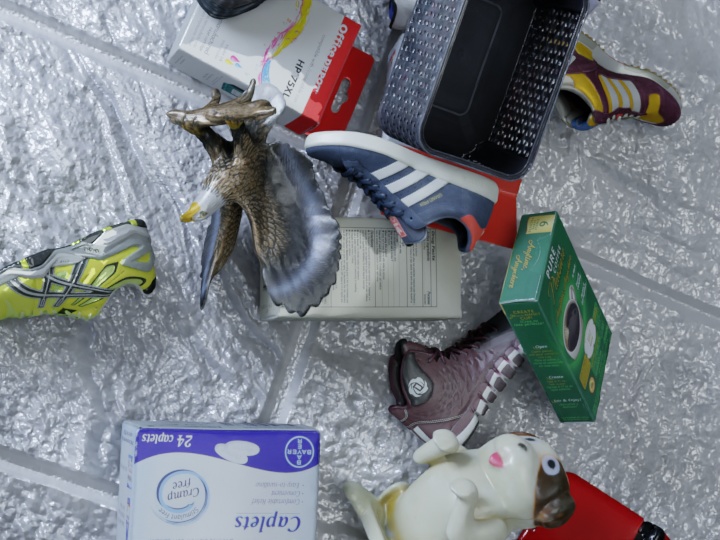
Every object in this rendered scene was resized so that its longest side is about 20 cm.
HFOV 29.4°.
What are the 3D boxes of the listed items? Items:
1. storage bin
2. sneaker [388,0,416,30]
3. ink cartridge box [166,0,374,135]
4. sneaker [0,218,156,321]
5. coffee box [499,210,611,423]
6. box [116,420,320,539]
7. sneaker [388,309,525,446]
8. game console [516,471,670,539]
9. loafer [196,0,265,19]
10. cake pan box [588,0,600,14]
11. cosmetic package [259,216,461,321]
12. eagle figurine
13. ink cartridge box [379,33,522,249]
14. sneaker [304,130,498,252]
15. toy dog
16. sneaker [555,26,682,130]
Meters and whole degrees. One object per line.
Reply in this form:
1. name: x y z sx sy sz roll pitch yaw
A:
1. storage bin: 0.117 -0.203 1.323 0.134 0.094 0.202 15 100 -29
2. sneaker: 0.095 -0.279 1.439 0.199 0.114 0.081 19 85 -47
3. ink cartridge box: -0.080 -0.219 1.379 0.199 0.067 0.117 26 78 -16
4. sneaker: -0.283 0.017 1.294 0.198 0.075 0.077 -23 94 -17
5. coffee box: 0.203 0.050 1.408 0.201 0.044 0.124 58 39 -41
6. box: -0.139 0.249 1.317 0.182 0.105 0.202 3 87 -18
7. sneaker: 0.100 0.085 1.426 0.115 0.076 0.201 36 77 -11
8. game console: 0.244 0.355 1.492 0.201 0.118 0.172 -55 135 -13
9. loafer: -0.066 -0.306 1.319 0.199 0.072 0.073 -36 94 -25
10. cake pan box: 0.172 -0.370 1.436 0.199 0.052 0.185 32 41 -16
11. cosmetic package: 0.000 0.000 1.394 0.198 0.071 0.106 2 85 -19
12. eagle figurine: -0.112 -0.067 1.295 0.150 0.152 0.202 -23 118 -7
13. ink cartridge box: 0.102 -0.135 1.413 0.161 0.050 0.202 14 57 -18
14. sneaker: 0.034 -0.073 1.327 0.198 0.075 0.085 18 85 -9
15. toy dog: 0.116 0.242 1.363 0.199 0.140 0.194 -35 123 8
16. sneaker: 0.262 -0.182 1.483 0.199 0.075 0.091 23 71 -25
